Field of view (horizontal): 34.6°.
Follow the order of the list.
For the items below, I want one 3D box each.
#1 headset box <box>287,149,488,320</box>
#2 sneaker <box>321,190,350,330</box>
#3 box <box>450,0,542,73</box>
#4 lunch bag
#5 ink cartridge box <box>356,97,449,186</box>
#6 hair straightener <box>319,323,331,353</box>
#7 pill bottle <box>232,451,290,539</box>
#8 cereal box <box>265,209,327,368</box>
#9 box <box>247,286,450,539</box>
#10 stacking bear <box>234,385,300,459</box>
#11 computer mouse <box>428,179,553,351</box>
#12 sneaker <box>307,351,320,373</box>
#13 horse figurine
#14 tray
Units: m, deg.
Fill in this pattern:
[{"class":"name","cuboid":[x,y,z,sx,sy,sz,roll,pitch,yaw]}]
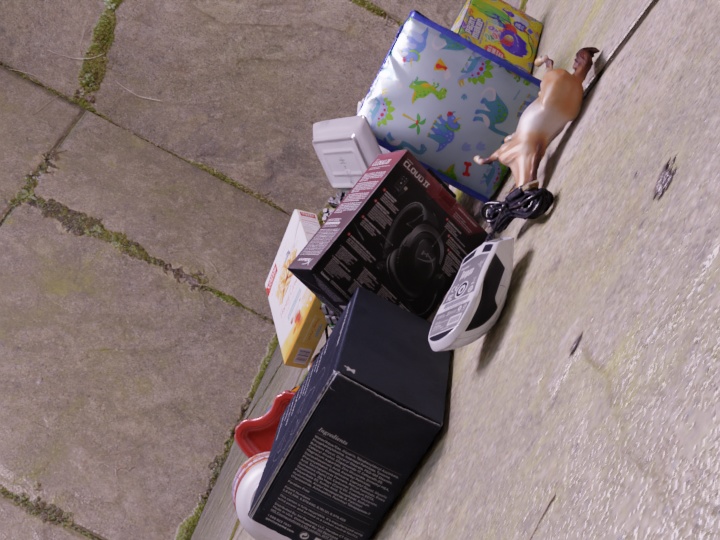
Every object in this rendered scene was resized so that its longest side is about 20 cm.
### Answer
[{"class":"headset box","cuboid":[0.039,-0.029,1.319,0.200,0.149,0.077,-53,21,-16]},{"class":"sneaker","cuboid":[0.000,0.000,1.506,0.085,0.078,0.200,34,-127,-55]},{"class":"box","cuboid":[0.163,-0.281,1.725,0.193,0.122,0.200,-58,6,40]},{"class":"lunch bag","cuboid":[0.111,-0.206,1.447,0.170,0.200,0.127,-62,6,11]},{"class":"ink cartridge box","cuboid":[0.058,-0.138,1.604,0.145,0.084,0.200,-21,-58,-54]},{"class":"hair straightener","cuboid":[-0.010,0.090,1.547,0.077,0.041,0.200,-26,14,-25]},{"class":"pill bottle","cuboid":[-0.112,0.303,1.538,0.112,0.112,0.200,-63,6,-8]},{"class":"cereal box","cuboid":[-0.086,0.024,1.665,0.200,0.039,0.144,-112,40,-53]},{"class":"box","cuboid":[-0.006,0.157,1.199,0.197,0.124,0.200,-62,5,25]},{"class":"stacking bear","cuboid":[-0.093,0.230,1.747,0.121,0.114,0.200,-37,0,13]},{"class":"computer mouse","cuboid":[0.126,0.004,1.125,0.110,0.044,0.200,-26,32,59]},{"class":"sneaker","cuboid":[-0.031,0.155,1.584,0.079,0.079,0.200,-23,13,20]},{"class":"horse figurine","cuboid":[0.192,-0.161,1.234,0.200,0.050,0.133,-56,19,7]},{"class":"tray","cuboid":[-0.015,-0.141,1.479,0.022,0.107,0.200,-29,13,-16]}]
